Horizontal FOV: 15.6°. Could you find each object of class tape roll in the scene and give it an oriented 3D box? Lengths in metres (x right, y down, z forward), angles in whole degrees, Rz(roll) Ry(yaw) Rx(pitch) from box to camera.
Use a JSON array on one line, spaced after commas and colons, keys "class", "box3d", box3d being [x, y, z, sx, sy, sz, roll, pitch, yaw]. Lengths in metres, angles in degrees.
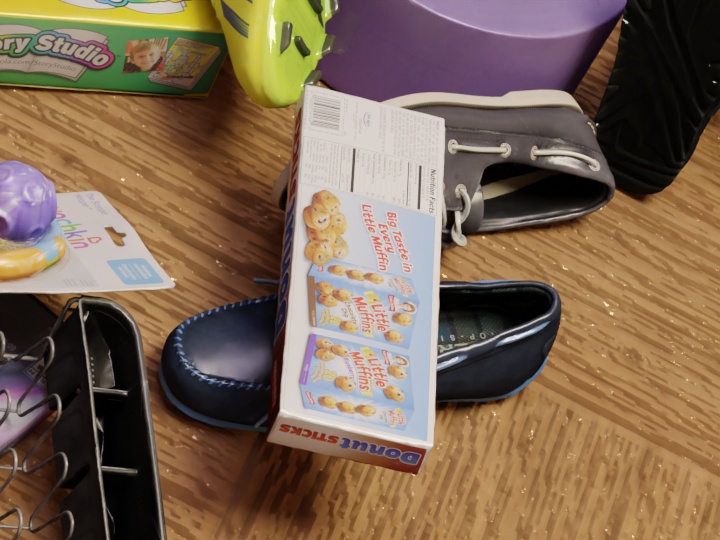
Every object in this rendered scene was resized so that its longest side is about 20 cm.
[{"class": "tape roll", "box3d": [0.048, -0.174, 1.421, 0.199, 0.085, 0.200, 12, 50, -15]}]

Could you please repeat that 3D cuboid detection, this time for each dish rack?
[{"class": "dish rack", "box3d": [-0.183, 0.084, 1.097, 0.200, 0.055, 0.154, 7, 60, -31]}]

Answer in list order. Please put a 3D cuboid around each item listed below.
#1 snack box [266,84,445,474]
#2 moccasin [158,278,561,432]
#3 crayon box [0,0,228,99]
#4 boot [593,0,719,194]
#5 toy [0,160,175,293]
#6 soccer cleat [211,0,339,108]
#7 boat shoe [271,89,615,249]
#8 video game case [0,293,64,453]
[{"class": "snack box", "box3d": [0.000, 0.000, 1.204, 0.072, 0.024, 0.200, 14, 48, -12]}, {"class": "moccasin", "box3d": [0.002, 0.024, 1.247, 0.199, 0.068, 0.081, -9, 59, -27]}, {"class": "crayon box", "box3d": [-0.177, -0.175, 1.332, 0.199, 0.058, 0.173, 2, 54, -26]}, {"class": "boot", "box3d": [0.193, -0.155, 1.399, 0.076, 0.200, 0.168, 27, 49, 5]}, {"class": "toy", "box3d": [-0.192, -0.028, 1.158, 0.199, 0.047, 0.115, -5, 26, -23]}, {"class": "soccer cleat", "box3d": [-0.060, -0.165, 1.316, 0.083, 0.065, 0.201, -11, 63, 15]}, {"class": "boat shoe", "box3d": [0.048, -0.046, 1.326, 0.200, 0.073, 0.063, -11, 56, -37]}, {"class": "video game case", "box3d": [-0.227, 0.049, 1.155, 0.143, 0.019, 0.200, 40, 47, 9]}]
